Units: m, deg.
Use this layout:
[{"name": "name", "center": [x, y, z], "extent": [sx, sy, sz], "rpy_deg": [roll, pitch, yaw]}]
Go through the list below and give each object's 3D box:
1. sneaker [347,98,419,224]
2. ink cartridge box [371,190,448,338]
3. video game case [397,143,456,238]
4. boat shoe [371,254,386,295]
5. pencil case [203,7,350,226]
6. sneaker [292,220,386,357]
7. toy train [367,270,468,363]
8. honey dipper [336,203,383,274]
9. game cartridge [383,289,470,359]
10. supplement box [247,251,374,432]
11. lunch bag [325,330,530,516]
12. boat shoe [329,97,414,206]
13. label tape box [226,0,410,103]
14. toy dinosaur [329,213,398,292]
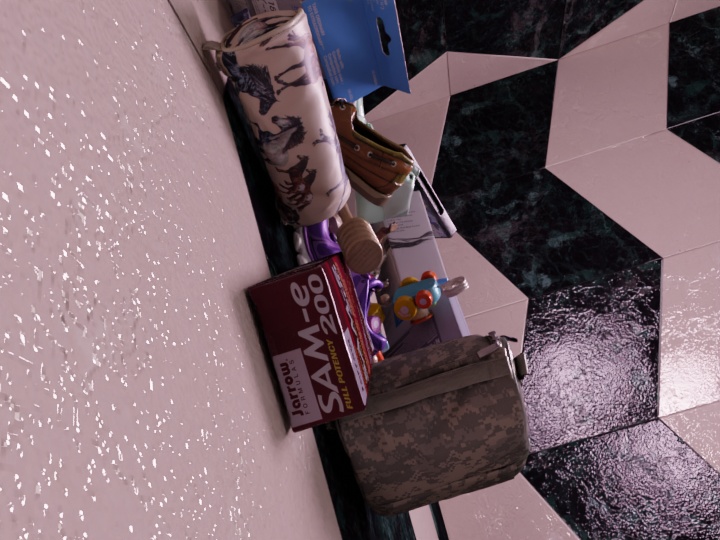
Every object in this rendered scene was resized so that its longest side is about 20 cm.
[{"name": "sneaker", "center": [0.023, -0.170, 0.830], "extent": [0.074, 0.115, 0.206], "rpy_deg": [-151, -124, -71]}, {"name": "ink cartridge box", "center": [0.070, -0.003, 0.951], "extent": [0.146, 0.082, 0.204], "rpy_deg": [111, -33, -64]}, {"name": "video game case", "center": [0.050, -0.129, 1.020], "extent": [0.198, 0.026, 0.182], "rpy_deg": [5, -42, 51]}, {"name": "boat shoe", "center": [0.001, -0.002, 0.887], "extent": [0.075, 0.084, 0.207], "rpy_deg": [-45, 119, -72]}, {"name": "pencil case", "center": [-0.068, -0.133, 0.547], "extent": [0.079, 0.087, 0.203], "rpy_deg": [-88, 166, -48]}, {"name": "sneaker", "center": [-0.021, 0.004, 0.658], "extent": [0.081, 0.082, 0.204], "rpy_deg": [52, 20, -80]}, {"name": "toy train", "center": [0.045, 0.075, 0.739], "extent": [0.150, 0.198, 0.057], "rpy_deg": [20, -42, 64]}, {"name": "honey dipper", "center": [-0.018, -0.062, 0.618], "extent": [0.201, 0.037, 0.039], "rpy_deg": [-114, -176, -58]}, {"name": "game cartridge", "center": [0.073, 0.130, 0.808], "extent": [0.040, 0.200, 0.134], "rpy_deg": [30, 29, -25]}, {"name": "supplement box", "center": [-0.032, 0.047, 0.506], "extent": [0.200, 0.060, 0.111], "rpy_deg": [-58, 131, -84]}, {"name": "lunch bag", "center": [0.073, 0.149, 0.600], "extent": [0.169, 0.195, 0.142], "rpy_deg": [69, 5, -58]}, {"name": "boat shoe", "center": [-0.027, -0.161, 0.658], "extent": [0.198, 0.068, 0.073], "rpy_deg": [35, 30, -15]}, {"name": "label tape box", "center": [-0.050, -0.258, 0.644], "extent": [0.198, 0.064, 0.145], "rpy_deg": [29, -21, 29]}, {"name": "toy dinosaur", "center": [-0.030, -0.034, 0.785], "extent": [0.135, 0.085, 0.203], "rpy_deg": [37, -34, 27]}]
